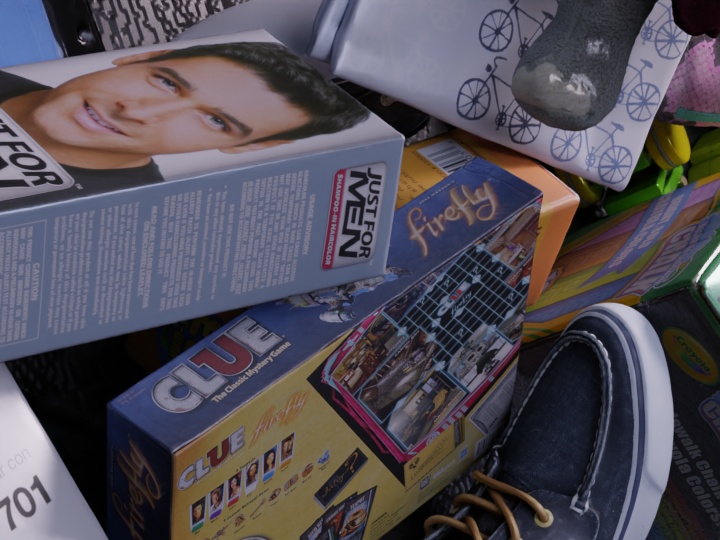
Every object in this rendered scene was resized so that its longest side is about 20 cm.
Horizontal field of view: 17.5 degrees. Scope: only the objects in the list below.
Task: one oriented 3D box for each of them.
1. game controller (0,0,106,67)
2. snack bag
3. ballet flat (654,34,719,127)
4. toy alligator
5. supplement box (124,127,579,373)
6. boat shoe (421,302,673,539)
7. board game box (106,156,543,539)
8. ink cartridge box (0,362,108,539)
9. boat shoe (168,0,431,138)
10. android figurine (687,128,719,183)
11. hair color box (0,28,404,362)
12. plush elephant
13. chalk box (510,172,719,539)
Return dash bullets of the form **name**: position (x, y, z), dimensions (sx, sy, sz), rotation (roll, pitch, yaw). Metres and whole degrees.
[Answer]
- **game controller**: position (-0.139, -0.070, 0.856), dimensions (0.104, 0.042, 0.201), rotation (-36, 114, -43)
- **snack bag**: position (0.085, -0.149, 0.972), dimensions (0.188, 0.021, 0.201), rotation (20, 94, -40)
- **ballet flat**: position (0.127, -0.151, 1.090), dimensions (0.071, 0.069, 0.201), rotation (-4, 58, -26)
- **toy alligator**: position (0.123, -0.065, 1.108), dimensions (0.201, 0.059, 0.054), rotation (60, 27, -15)
- **supplement box**: position (0.000, 0.000, 0.956), dimensions (0.199, 0.067, 0.069), rotation (-20, 52, -43)
- **boat shoe**: position (0.059, 0.108, 0.936), dimensions (0.091, 0.071, 0.201), rotation (7, 102, -38)
- **board game box**: position (-0.013, 0.058, 0.883), dimensions (0.035, 0.136, 0.200), rotation (33, 48, 28)
- **ink cartridge box**: position (-0.145, 0.143, 0.773), dimensions (0.146, 0.086, 0.201), rotation (-37, 102, -44)
- **boat shoe**: position (0.007, -0.087, 0.997), dimensions (0.199, 0.072, 0.068), rotation (-19, 120, -28)
- **android figurine**: position (0.239, -0.024, 1.219), dimensions (0.199, 0.041, 0.183), rotation (-9, 82, -46)
- **hair color box**: position (-0.095, -0.027, 0.806), dimensions (0.199, 0.099, 0.061), rotation (-12, 125, -33)
- **plush elephant**: position (0.172, -0.141, 0.913), dimensions (0.164, 0.155, 0.201), rotation (12, 90, -16)
- **chalk box**: position (0.163, 0.035, 1.014), dimensions (0.125, 0.200, 0.124), rotation (56, 46, -12)
